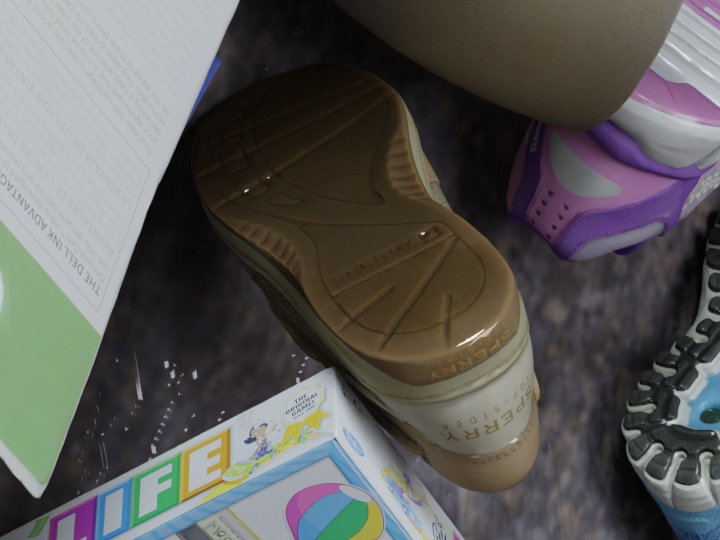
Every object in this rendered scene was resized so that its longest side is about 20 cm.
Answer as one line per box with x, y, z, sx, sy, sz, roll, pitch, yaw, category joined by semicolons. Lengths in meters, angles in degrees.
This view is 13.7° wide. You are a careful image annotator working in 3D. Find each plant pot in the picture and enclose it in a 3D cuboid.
0.030;-0.158;0.963;0.134;0.200;0.201;13;75;-12;plant pot

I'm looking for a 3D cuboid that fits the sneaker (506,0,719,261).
0.107;-0.051;1.101;0.089;0.080;0.200;-58;166;22;sneaker

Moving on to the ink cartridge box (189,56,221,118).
-0.114;-0.085;0.887;0.200;0.042;0.120;49;54;-35;ink cartridge box

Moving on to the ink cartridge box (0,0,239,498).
-0.100;-0.064;0.750;0.146;0.048;0.201;52;46;-39;ink cartridge box

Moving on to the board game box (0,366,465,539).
-0.012;0.135;0.908;0.200;0.134;0.034;54;18;-29;board game box

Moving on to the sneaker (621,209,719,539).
0.165;0.037;1.168;0.200;0.078;0.090;-50;140;-33;sneaker

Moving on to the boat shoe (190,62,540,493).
0.000;0.000;0.915;0.071;0.200;0.065;-25;123;-4;boat shoe
